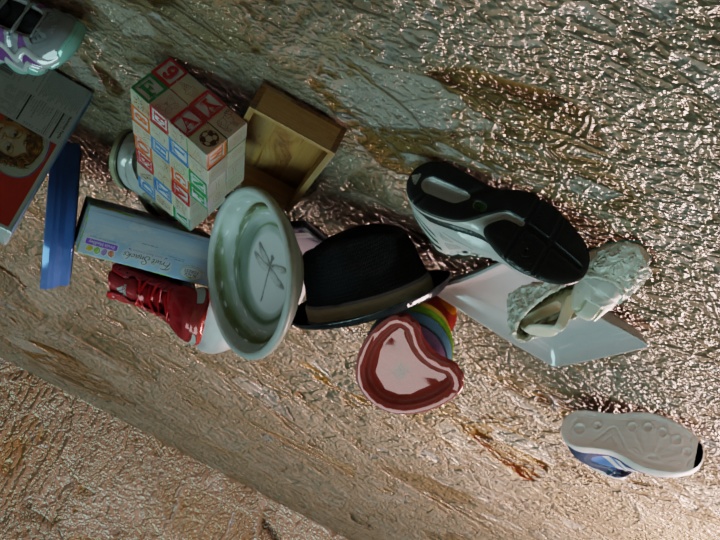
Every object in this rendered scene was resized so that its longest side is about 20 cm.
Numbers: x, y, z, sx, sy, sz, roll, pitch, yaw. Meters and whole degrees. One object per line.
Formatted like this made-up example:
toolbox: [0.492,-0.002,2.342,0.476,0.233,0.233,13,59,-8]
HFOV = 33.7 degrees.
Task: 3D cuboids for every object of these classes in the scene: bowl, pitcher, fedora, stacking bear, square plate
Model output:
bowl: [-0.392,-0.074,1.553,0.039,0.201,0.201,5,164,-15]
pitcher: [-0.126,0.022,1.553,0.121,0.172,0.200,61,146,13]
fedora: [0.000,0.000,1.383,0.201,0.201,0.092,-4,107,52]
stacking bear: [0.067,0.082,1.445,0.114,0.200,0.121,-40,98,24]
square plate: [0.208,0.046,1.394,0.200,0.028,0.198,31,158,-16]

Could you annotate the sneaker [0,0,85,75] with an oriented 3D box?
sneaker: [-0.388,-0.273,1.224,0.200,0.078,0.140,10,155,33]

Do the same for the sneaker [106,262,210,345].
sneaker: [-0.262,0.042,1.499,0.115,0.078,0.200,11,-178,-19]

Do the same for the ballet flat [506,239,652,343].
ballet flat: [0.225,0.032,1.241,0.072,0.072,0.200,32,146,-19]

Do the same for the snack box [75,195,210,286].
snack box: [-0.282,-0.040,1.544,0.169,0.068,0.200,16,-179,-15]

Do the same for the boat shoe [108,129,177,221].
boat shoe: [-0.246,-0.114,1.462,0.068,0.075,0.200,18,169,14]

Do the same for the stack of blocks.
stack of blocks: [-0.188,-0.125,1.304,0.115,0.059,0.200,41,155,13]

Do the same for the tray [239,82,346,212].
tray: [-0.090,-0.130,1.294,0.099,0.037,0.200,28,160,-8]

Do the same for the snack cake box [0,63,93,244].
snack cake box: [-0.410,-0.146,1.379,0.115,0.200,0.067,30,159,-13]

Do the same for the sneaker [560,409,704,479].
sneaker: [0.381,0.246,1.624,0.200,0.081,0.146,8,162,30]

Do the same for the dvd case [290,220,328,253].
dvd case: [-0.053,-0.003,1.581,0.149,0.016,0.200,0,147,49]

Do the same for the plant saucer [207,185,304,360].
plant saucer: [-0.113,0.003,1.375,0.050,0.200,0.200,-1,175,-34]

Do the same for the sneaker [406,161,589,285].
sneaker: [0.141,-0.039,1.229,0.200,0.076,0.115,29,169,10]
